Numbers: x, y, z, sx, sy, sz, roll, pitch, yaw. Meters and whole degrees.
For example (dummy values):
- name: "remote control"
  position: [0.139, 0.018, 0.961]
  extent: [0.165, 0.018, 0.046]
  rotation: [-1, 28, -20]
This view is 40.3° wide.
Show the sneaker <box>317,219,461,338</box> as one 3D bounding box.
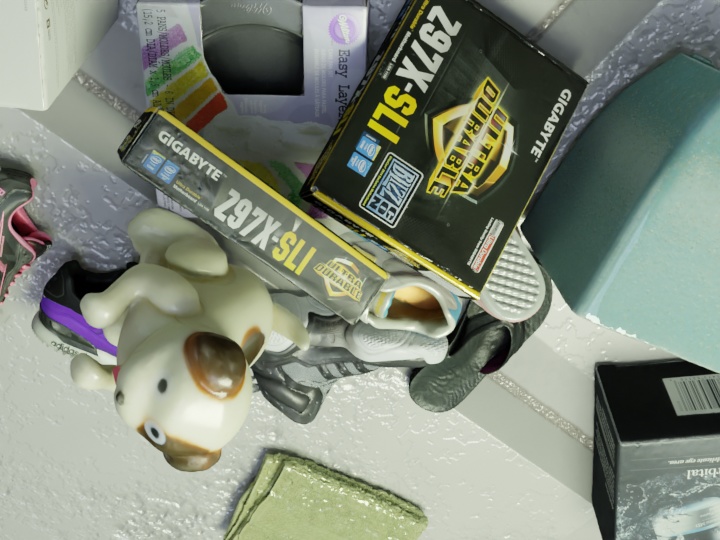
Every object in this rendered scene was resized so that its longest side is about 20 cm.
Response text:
- name: "sneaker"
  position: [0.000, 0.000, 0.880]
  extent: [0.199, 0.081, 0.077]
  rotation: [17, 122, -8]

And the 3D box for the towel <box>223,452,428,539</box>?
- name: "towel"
  position: [-0.039, 0.281, 1.081]
  extent: [0.199, 0.037, 0.149]
  rotation: [24, 118, -13]

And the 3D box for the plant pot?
- name: "plant pot"
  position: [0.274, -0.055, 0.785]
  extent: [0.195, 0.196, 0.201]
  rotation: [21, 110, -12]

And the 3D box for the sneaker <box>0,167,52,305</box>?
- name: "sneaker"
  position: [-0.330, -0.009, 0.889]
  extent: [0.095, 0.079, 0.201]
  rotation: [3, 124, -15]

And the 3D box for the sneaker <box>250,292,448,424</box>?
- name: "sneaker"
  position: [-0.019, 0.088, 0.941]
  extent: [0.198, 0.076, 0.115]
  rotation: [6, 123, 4]

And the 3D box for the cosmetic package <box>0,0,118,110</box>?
- name: "cosmetic package"
  position: [-0.245, -0.193, 0.692]
  extent: [0.107, 0.200, 0.085]
  rotation: [6, 120, 0]

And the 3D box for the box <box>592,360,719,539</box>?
- name: "box"
  position: [0.340, 0.199, 0.979]
  extent: [0.195, 0.118, 0.201]
  rotation: [-6, 123, 4]

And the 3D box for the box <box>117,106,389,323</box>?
- name: "box"
  position: [-0.087, -0.045, 0.738]
  extent: [0.200, 0.160, 0.049]
  rotation: [36, 90, -16]

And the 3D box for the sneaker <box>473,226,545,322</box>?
- name: "sneaker"
  position: [0.094, -0.050, 0.857]
  extent: [0.075, 0.105, 0.201]
  rotation: [-24, 89, -1]

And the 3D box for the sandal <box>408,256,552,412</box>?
- name: "sandal"
  position: [0.119, 0.073, 0.942]
  extent: [0.075, 0.048, 0.201]
  rotation: [26, 119, -15]

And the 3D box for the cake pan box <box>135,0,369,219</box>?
- name: "cake pan box"
  position: [-0.084, -0.139, 0.813]
  extent: [0.183, 0.052, 0.201]
  rotation: [1, 122, -3]

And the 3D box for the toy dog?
- name: "toy dog"
  position: [-0.139, 0.072, 0.792]
  extent: [0.193, 0.200, 0.140]
  rotation: [25, 112, -16]

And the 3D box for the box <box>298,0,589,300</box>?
- name: "box"
  position: [0.067, -0.103, 0.769]
  extent: [0.159, 0.049, 0.201]
  rotation: [31, 80, -12]

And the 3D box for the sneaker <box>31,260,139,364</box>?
- name: "sneaker"
  position: [-0.201, 0.048, 0.918]
  extent: [0.199, 0.070, 0.100]
  rotation: [19, 118, -12]
